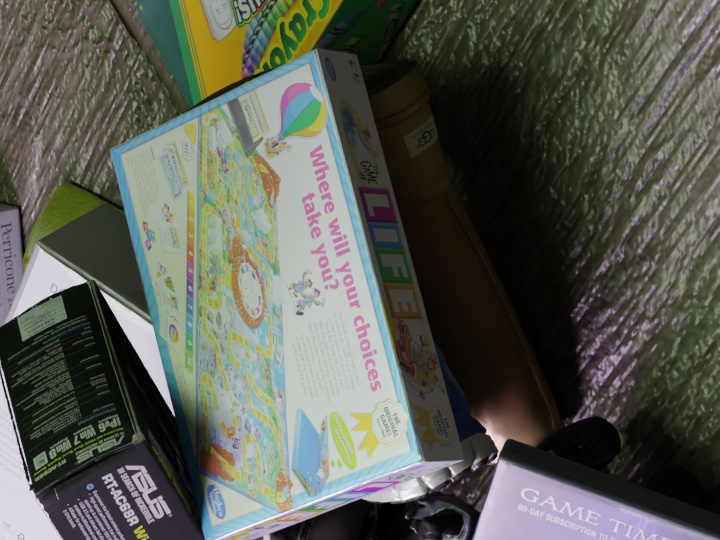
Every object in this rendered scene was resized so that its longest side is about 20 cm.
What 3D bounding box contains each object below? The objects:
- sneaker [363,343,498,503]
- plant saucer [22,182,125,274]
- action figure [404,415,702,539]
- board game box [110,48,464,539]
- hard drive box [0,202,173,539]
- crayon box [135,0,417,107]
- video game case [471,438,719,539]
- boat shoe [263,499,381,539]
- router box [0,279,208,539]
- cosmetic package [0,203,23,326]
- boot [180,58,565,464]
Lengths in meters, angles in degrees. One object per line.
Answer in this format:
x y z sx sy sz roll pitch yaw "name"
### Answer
-0.014 0.064 1.476 0.200 0.078 0.089 -10 100 50 "sneaker"
-0.144 0.070 1.781 0.199 0.048 0.201 26 121 47 "plant saucer"
0.084 0.146 1.470 0.130 0.069 0.200 42 140 8 "action figure"
-0.037 0.014 1.412 0.134 0.034 0.201 -23 75 34 "board game box"
-0.134 0.092 1.677 0.156 0.077 0.200 34 121 14 "hard drive box"
-0.035 -0.155 1.548 0.119 0.058 0.200 59 141 21 "crayon box"
0.110 0.179 1.414 0.142 0.019 0.200 20 128 6 "video game case"
-0.019 0.157 1.621 0.060 0.072 0.202 51 144 30 "boat shoe"
-0.105 0.126 1.494 0.200 0.062 0.150 62 -179 -33 "router box"
-0.308 0.021 1.859 0.071 0.200 0.102 11 110 51 "cosmetic package"
0.000 0.000 1.499 0.175 0.066 0.200 2 120 50 "boot"
